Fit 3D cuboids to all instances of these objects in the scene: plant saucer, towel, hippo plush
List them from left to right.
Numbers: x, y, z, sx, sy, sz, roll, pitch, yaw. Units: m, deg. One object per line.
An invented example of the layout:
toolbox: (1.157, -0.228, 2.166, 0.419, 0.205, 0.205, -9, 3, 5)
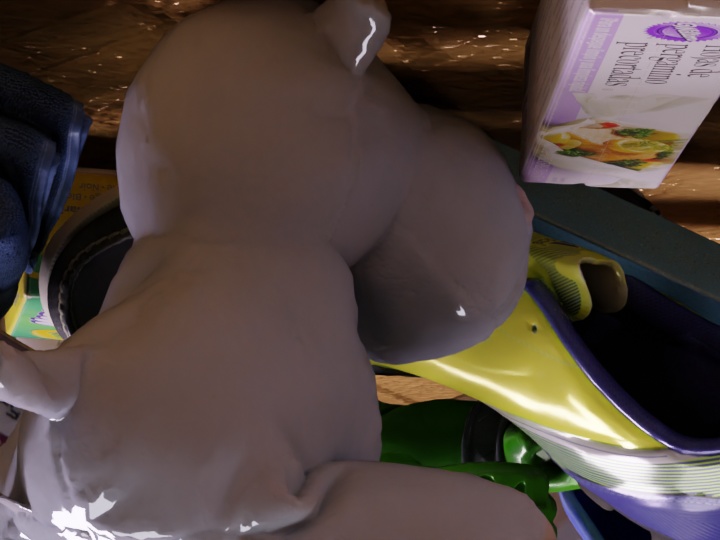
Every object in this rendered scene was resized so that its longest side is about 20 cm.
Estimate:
towel: (-0.139, -0.032, 0.854, 0.111, 0.049, 0.200, 24, 170, -6)
hippo plush: (-0.040, 0.017, 0.761, 0.200, 0.161, 0.159, 30, 145, -30)
plant saucer: (0.080, -0.005, 0.861, 0.199, 0.019, 0.070, 25, 175, 10)

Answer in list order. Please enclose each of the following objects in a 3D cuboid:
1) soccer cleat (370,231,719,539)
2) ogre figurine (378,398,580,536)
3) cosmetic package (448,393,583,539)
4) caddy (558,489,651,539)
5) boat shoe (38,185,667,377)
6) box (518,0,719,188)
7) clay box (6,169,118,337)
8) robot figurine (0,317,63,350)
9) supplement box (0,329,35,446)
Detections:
soccer cleat: (0.038, 0.006, 0.851, 0.200, 0.065, 0.084, 30, 147, 13)
ogre figurine: (-0.026, 0.083, 0.897, 0.120, 0.200, 0.098, 17, 150, 50)
cosmetic package: (0.120, 0.067, 1.054, 0.199, 0.106, 0.071, -21, 177, 5)
caddy: (0.142, 0.081, 0.916, 0.141, 0.105, 0.200, -20, -149, -7)
boat shoe: (0.000, 0.000, 0.935, 0.199, 0.072, 0.068, -3, -160, -5)
box: (0.063, -0.055, 0.694, 0.039, 0.042, 0.200, 2, 171, -1)
clay box: (-0.045, 0.000, 1.032, 0.199, 0.048, 0.115, 3, 172, -8)
robot figurine: (-0.122, 0.082, 1.187, 0.125, 0.200, 0.150, 28, -161, -34)
supplement box: (-0.176, 0.047, 0.900, 0.131, 0.103, 0.200, 33, 167, -32)
